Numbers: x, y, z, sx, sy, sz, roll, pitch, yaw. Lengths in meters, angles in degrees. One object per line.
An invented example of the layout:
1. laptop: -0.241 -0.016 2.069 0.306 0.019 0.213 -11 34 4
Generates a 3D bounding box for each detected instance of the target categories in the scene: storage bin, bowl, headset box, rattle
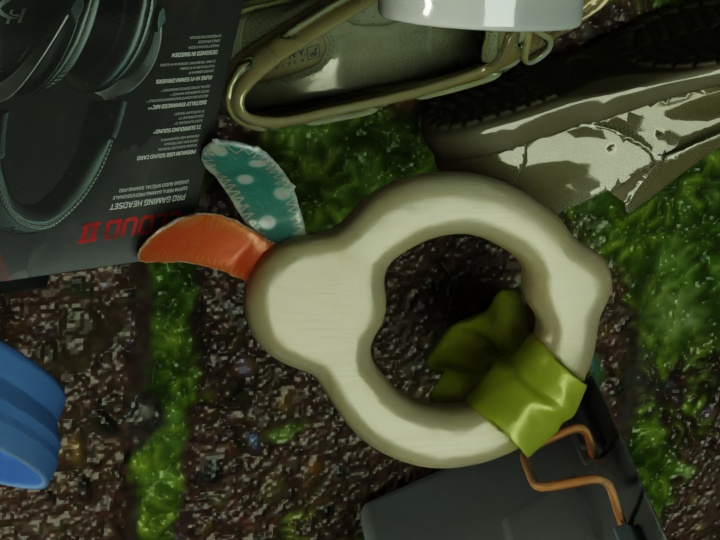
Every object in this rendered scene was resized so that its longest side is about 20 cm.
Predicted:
1. storage bin: 0.079 0.154 0.960 0.134 0.200 0.146 -20 121 1
2. bowl: -0.207 0.031 0.797 0.200 0.200 0.040 28 74 -28
3. headset box: -0.127 -0.083 0.797 0.149 0.077 0.201 -8 120 -47
4. rattle: 0.000 0.000 0.904 0.199 0.143 0.131 14 112 -9

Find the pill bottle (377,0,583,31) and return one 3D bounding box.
1. pill bottle: 0.051 -0.196 0.795 0.111 0.111 0.201 -1 103 -19

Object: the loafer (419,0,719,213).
1. loafer: 0.126 -0.070 0.932 0.199 0.076 0.068 -13 120 -2

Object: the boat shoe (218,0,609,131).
1. boat shoe: 0.029 -0.105 0.880 0.200 0.063 0.073 -15 118 -15
